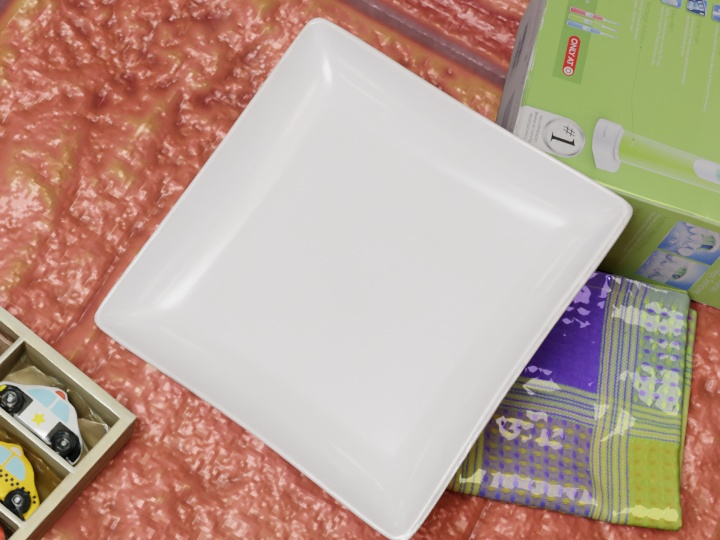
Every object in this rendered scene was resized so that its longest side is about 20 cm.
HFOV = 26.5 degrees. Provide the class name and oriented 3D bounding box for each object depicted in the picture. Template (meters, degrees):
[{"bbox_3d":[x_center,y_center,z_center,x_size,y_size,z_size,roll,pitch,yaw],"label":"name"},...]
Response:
[{"bbox_3d":[-0.222,0.057,0.724,0.199,0.027,0.124,37,63,7],"label":"toy vehicle set"},{"bbox_3d":[0.000,0.000,0.761,0.199,0.028,0.199,33,81,18],"label":"square plate"},{"bbox_3d":[0.079,0.051,0.797,0.198,0.023,0.145,15,62,-5],"label":"towel"},{"bbox_3d":[0.177,-0.072,0.842,0.198,0.086,0.147,17,62,-3],"label":"toothbrush box"}]
